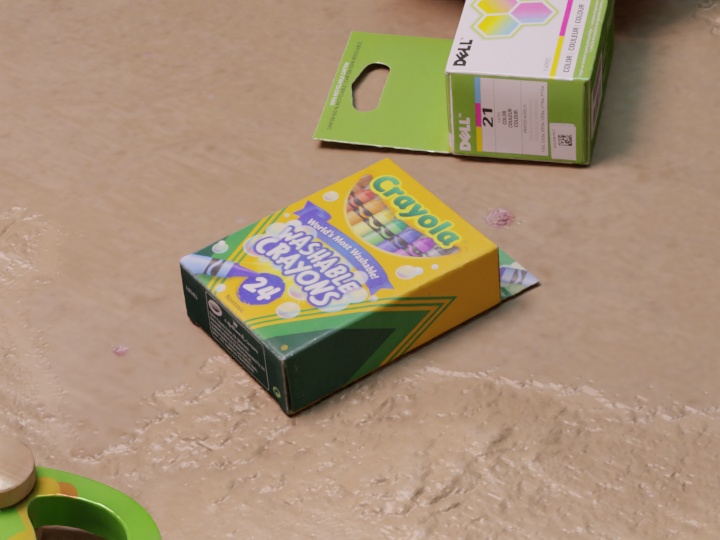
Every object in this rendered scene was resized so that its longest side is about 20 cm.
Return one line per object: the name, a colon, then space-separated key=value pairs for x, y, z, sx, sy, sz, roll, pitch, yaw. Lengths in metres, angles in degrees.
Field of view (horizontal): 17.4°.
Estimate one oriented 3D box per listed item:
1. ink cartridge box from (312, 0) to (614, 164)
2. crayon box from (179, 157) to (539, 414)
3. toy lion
ink cartridge box: x=0.074 y=-0.153 z=1.678 sx=0.199 sy=0.076 sz=0.148 roll=5 pitch=40 yaw=11
crayon box: x=0.000 y=0.000 z=1.523 sx=0.199 sy=0.052 sz=0.126 roll=-27 pitch=44 yaw=-24
toy lion: x=-0.168 y=0.198 z=1.304 sx=0.191 sy=0.069 sz=0.200 roll=14 pitch=43 yaw=13
